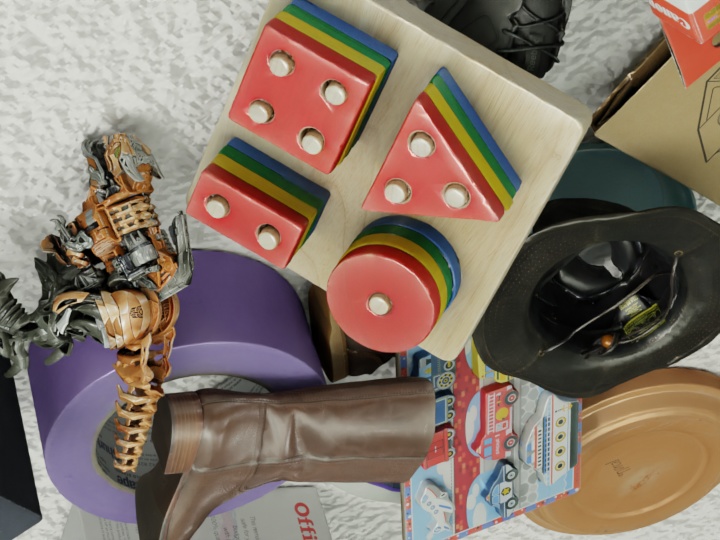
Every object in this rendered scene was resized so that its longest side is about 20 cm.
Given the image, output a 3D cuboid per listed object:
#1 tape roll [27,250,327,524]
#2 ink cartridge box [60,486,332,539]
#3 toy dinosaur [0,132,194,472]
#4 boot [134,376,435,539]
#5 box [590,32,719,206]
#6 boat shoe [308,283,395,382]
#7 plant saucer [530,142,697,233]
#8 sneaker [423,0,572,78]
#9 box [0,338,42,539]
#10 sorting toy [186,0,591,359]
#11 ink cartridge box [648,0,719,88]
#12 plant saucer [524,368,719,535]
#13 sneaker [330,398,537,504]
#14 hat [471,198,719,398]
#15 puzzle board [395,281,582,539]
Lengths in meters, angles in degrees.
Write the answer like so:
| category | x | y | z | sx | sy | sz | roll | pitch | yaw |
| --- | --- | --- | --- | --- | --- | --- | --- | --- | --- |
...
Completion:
| category | x | y | z | sx | sy | sz | roll | pitch | yaw |
| --- | --- | --- | --- | --- | --- | --- | --- | --- | --- |
| tape roll | -0.125 | 0.083 | 1.541 | 0.200 | 0.085 | 0.200 | -11 | 140 | -9 |
| ink cartridge box | -0.124 | 0.267 | 1.707 | 0.200 | 0.147 | 0.145 | 1 | 138 | -21 |
| toy dinosaur | -0.162 | 0.019 | 1.390 | 0.136 | 0.200 | 0.102 | -5 | 162 | 27 |
| boot | -0.048 | 0.144 | 1.530 | 0.200 | 0.064 | 0.186 | -4 | 139 | -20 |
| box | 0.269 | -0.116 | 1.488 | 0.200 | 0.021 | 0.164 | 25 | 115 | -41 |
| boat shoe | 0.000 | 0.000 | 1.507 | 0.070 | 0.070 | 0.200 | -17 | 148 | -9 |
| plant saucer | 0.136 | -0.022 | 1.562 | 0.200 | 0.027 | 0.200 | -10 | 140 | -9 |
| sneaker | 0.100 | -0.165 | 1.331 | 0.076 | 0.091 | 0.200 | 4 | 135 | -24 |
| box | -0.322 | 0.118 | 1.428 | 0.200 | 0.182 | 0.104 | -33 | 139 | 18 |
| sorting toy | 0.003 | -0.054 | 1.334 | 0.199 | 0.070 | 0.200 | 31 | 127 | 5 |
| ink cartridge box | 0.219 | -0.198 | 1.325 | 0.109 | 0.050 | 0.200 | -39 | 135 | -10 |
| plant saucer | 0.219 | 0.153 | 1.798 | 0.200 | 0.032 | 0.200 | -11 | 140 | -9 |
| sneaker | 0.057 | 0.102 | 1.650 | 0.200 | 0.081 | 0.146 | 23 | 115 | -32 |
| hat | 0.159 | -0.003 | 1.510 | 0.200 | 0.081 | 0.201 | -11 | 141 | -9 |
| puzzle board | 0.096 | 0.107 | 1.600 | 0.151 | 0.017 | 0.200 | -18 | 128 | -21 |
